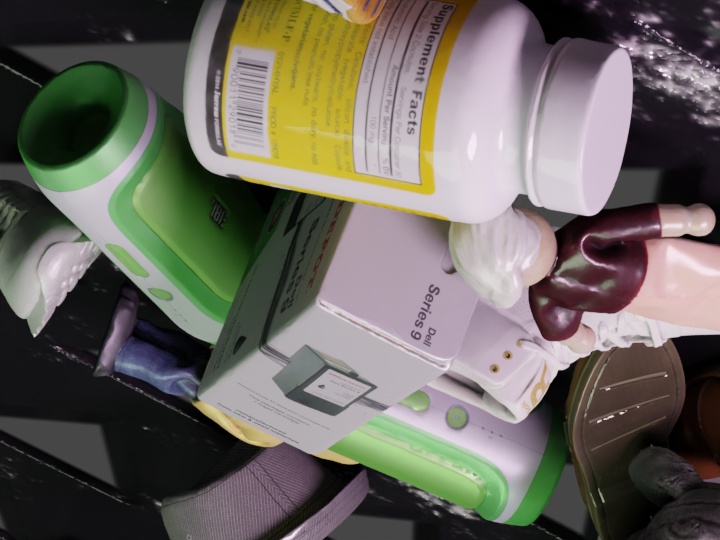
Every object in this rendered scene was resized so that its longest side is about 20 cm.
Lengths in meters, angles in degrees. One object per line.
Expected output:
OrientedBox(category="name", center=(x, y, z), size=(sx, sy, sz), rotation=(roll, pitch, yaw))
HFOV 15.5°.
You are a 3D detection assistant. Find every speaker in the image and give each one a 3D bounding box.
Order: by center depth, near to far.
OrientedBox(category="speaker", center=(-0.113, -0.035, 1.518), size=(0.088, 0.089, 0.200), rotation=(4, 152, 33))
OrientedBox(category="speaker", center=(0.028, 0.089, 1.657), size=(0.199, 0.089, 0.088), rotation=(23, 156, -8))

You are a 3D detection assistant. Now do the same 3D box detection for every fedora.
OrientedBox(category="fedora", center=(-0.084, 0.176, 1.901), size=(0.090, 0.177, 0.200), rotation=(52, 162, 1))

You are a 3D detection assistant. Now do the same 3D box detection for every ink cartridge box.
OrientedBox(category="ink cartridge box", center=(0.000, 0.000, 1.431), size=(0.084, 0.146, 0.200), rotation=(27, 155, -12))

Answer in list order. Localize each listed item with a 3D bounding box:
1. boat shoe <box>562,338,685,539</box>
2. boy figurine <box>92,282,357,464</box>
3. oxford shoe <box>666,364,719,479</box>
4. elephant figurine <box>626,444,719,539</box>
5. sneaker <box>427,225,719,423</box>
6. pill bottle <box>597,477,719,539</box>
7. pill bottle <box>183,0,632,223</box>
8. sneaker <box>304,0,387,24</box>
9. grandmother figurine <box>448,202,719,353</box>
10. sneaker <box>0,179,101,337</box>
OrientedBox(category="boat shoe", center=(0.149, 0.085, 1.580), size=(0.072, 0.068, 0.200), rotation=(-13, 138, -10))
OrientedBox(category="boy figurine", center=(-0.076, 0.075, 1.735), size=(0.199, 0.065, 0.124), rotation=(20, -170, -2))
OrientedBox(category="oxford shoe", center=(0.225, 0.098, 1.557), size=(0.071, 0.072, 0.200), rotation=(22, 158, -8))
OrientedBox(category="elephant figurine", center=(0.198, 0.168, 1.528), size=(0.155, 0.142, 0.200), rotation=(-22, 144, -3))
OrientedBox(category="sneaker", center=(0.121, 0.038, 1.456), size=(0.199, 0.116, 0.074), rotation=(8, 152, 23))
OrientedBox(category="pill bottle", center=(0.209, 0.200, 1.741), size=(0.108, 0.109, 0.200), rotation=(15, 156, 11))
OrientedBox(category="pill bottle", center=(0.025, -0.084, 1.273), size=(0.199, 0.112, 0.111), rotation=(12, 155, 19))
OrientedBox(category="sneaker", center=(-0.039, -0.182, 1.160), size=(0.088, 0.075, 0.200), rotation=(21, 153, 20))
OrientedBox(category="grandmother figurine", center=(0.132, 0.000, 1.347), size=(0.199, 0.061, 0.121), rotation=(10, 128, -28))
OrientedBox(category="sneaker", center=(-0.203, -0.015, 1.595), size=(0.080, 0.076, 0.200), rotation=(41, 175, -8))
